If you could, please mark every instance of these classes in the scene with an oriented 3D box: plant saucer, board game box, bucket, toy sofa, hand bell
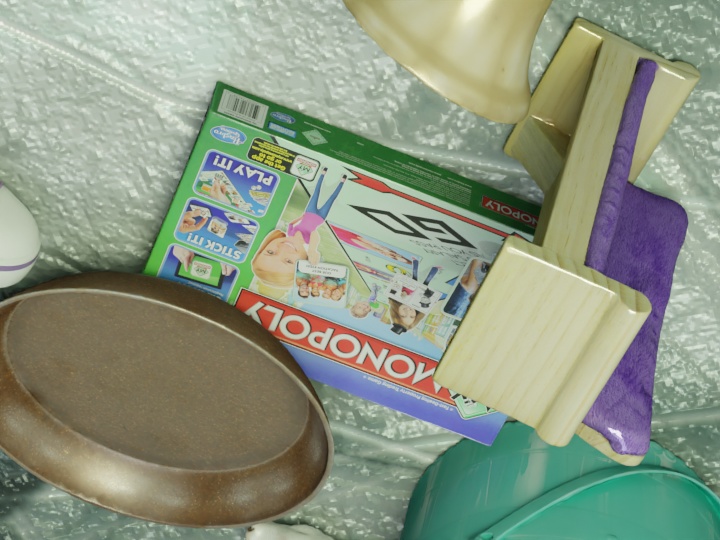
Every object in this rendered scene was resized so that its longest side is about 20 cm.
[{"bbox_3d":[-0.108,0.063,1.153,0.200,0.035,0.200,9,141,7],"label":"plant saucer"},{"bbox_3d":[0.000,0.000,1.112,0.200,0.029,0.135,21,127,-7],"label":"board game box"},{"bbox_3d":[0.103,0.185,1.170,0.207,0.135,0.208,5,129,6],"label":"bucket"},{"bbox_3d":[0.105,-0.016,0.975,0.097,0.200,0.083,25,127,-2],"label":"toy sofa"},{"bbox_3d":[0.088,-0.170,0.945,0.104,0.104,0.200,32,114,-15],"label":"hand bell"}]

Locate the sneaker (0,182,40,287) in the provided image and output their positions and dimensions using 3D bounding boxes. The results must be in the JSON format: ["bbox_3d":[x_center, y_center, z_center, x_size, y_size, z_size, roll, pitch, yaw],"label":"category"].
[{"bbox_3d":[-0.217,-0.078,1.062,0.200,0.073,0.114,36,121,-18],"label":"sneaker"}]

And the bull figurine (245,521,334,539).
[{"bbox_3d":[-0.014,0.224,1.265,0.121,0.065,0.200,-31,115,33],"label":"bull figurine"}]
